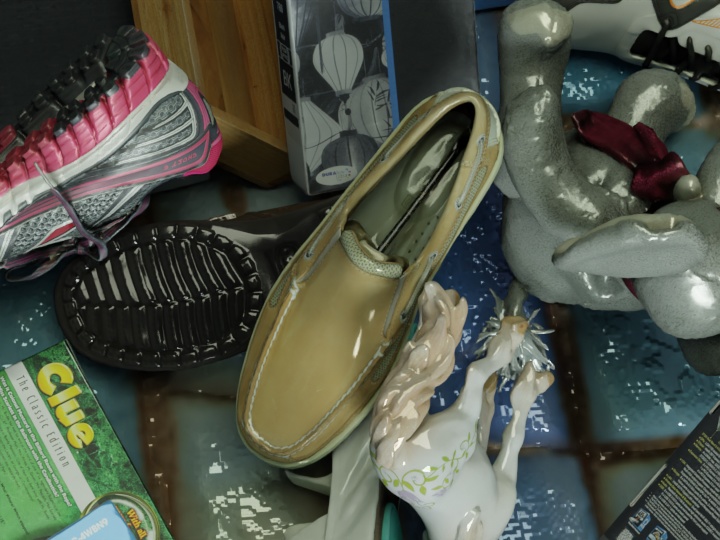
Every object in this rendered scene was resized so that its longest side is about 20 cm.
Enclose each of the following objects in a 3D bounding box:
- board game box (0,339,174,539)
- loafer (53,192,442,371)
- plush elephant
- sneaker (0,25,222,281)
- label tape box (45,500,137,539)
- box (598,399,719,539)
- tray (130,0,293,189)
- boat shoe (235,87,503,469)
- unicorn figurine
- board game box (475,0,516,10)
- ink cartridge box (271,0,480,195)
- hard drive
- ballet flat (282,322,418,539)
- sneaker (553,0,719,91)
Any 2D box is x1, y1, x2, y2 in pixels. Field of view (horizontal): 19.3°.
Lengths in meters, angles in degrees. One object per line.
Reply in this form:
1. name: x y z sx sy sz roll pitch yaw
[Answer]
1. board game box: -0.141 0.140 1.012 0.104 0.023 0.201 -25 72 -17
2. loafer: -0.054 0.006 1.070 0.198 0.071 0.074 -10 89 1
3. plush elephant: 0.148 -0.027 1.055 0.154 0.164 0.201 8 75 39
4. sneaker: -0.157 -0.029 1.024 0.075 0.199 0.081 45 22 -30
5. label tape box: -0.119 0.225 0.931 0.143 0.066 0.201 -32 85 -20
6. box: 0.214 0.139 0.967 0.162 0.049 0.200 -52 42 7
7. tray: -0.083 -0.150 1.118 0.037 0.098 0.201 -25 63 27
8. boat shoe: 0.000 0.000 0.993 0.071 0.076 0.201 27 86 4
9. unicorn figurine: 0.053 0.099 1.008 0.200 0.074 0.138 41 59 -39
10. board game box: 0.104 -0.237 1.128 0.158 0.200 0.097 -11 66 -14
11. ink cartridge box: 0.005 -0.144 1.057 0.099 0.039 0.201 -11 110 -14
12. hard drive: -0.184 -0.096 1.104 0.199 0.042 0.136 -7 67 -12
13. ballet flat: -0.006 0.114 1.031 0.069 0.070 0.201 8 60 -5
14. sneaker: 0.191 -0.133 1.166 0.198 0.074 0.081 -2 67 -9
